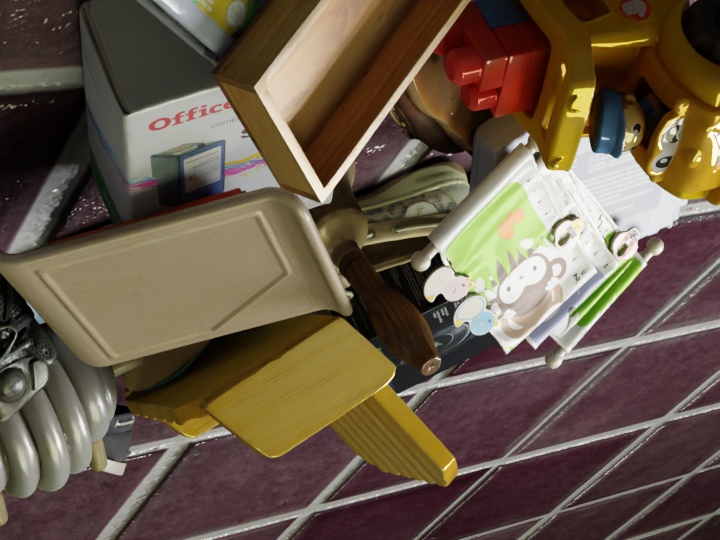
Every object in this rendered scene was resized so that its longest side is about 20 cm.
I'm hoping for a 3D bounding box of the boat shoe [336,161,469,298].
[{"bbox_3d":[0.001,-0.019,1.422,0.199,0.063,0.073,-26,159,2],"label":"boat shoe"}]

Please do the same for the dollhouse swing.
[{"bbox_3d":[-0.055,0.133,1.434,0.181,0.177,0.200,-33,-166,-22],"label":"dollhouse swing"}]

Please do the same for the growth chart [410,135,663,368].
[{"bbox_3d":[0.124,-0.008,1.268,0.145,0.018,0.200,-52,135,1],"label":"growth chart"}]

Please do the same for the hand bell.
[{"bbox_3d":[0.000,0.000,1.248,0.103,0.200,0.105,-23,140,-21],"label":"hand bell"}]

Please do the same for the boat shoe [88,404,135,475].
[{"bbox_3d":[-0.251,0.119,1.497,0.200,0.072,0.063,37,73,-60],"label":"boat shoe"}]

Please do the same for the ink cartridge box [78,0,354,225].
[{"bbox_3d":[-0.090,-0.099,1.108,0.144,0.088,0.200,-19,156,-15],"label":"ink cartridge box"}]

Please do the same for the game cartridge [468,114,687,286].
[{"bbox_3d":[0.160,-0.072,1.292,0.199,0.041,0.134,-17,122,-30],"label":"game cartridge"}]

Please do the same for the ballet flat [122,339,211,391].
[{"bbox_3d":[-0.126,0.018,1.389,0.200,0.069,0.063,-38,134,18],"label":"ballet flat"}]

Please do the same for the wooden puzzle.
[{"bbox_3d":[-0.116,0.002,1.148,0.198,0.038,0.185,-10,156,6],"label":"wooden puzzle"}]

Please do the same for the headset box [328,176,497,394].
[{"bbox_3d":[0.074,0.011,1.532,0.199,0.093,0.174,-26,159,0],"label":"headset box"}]

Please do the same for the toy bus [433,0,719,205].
[{"bbox_3d":[0.145,-0.128,1.133,0.190,0.201,0.136,-16,145,-23],"label":"toy bus"}]

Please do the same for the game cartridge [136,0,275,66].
[{"bbox_3d":[-0.068,-0.185,0.916,0.134,0.040,0.200,-65,156,-4],"label":"game cartridge"}]

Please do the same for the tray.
[{"bbox_3d":[0.004,-0.147,0.994,0.201,0.037,0.099,-55,142,-20],"label":"tray"}]

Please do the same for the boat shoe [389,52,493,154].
[{"bbox_3d":[0.033,-0.130,1.200,0.070,0.071,0.200,10,162,21],"label":"boat shoe"}]

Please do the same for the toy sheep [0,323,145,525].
[{"bbox_3d":[-0.250,0.107,1.348,0.199,0.138,0.138,-31,163,-28],"label":"toy sheep"}]

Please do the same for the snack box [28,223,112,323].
[{"bbox_3d":[-0.193,-0.002,1.299,0.198,0.024,0.072,-22,159,-10],"label":"snack box"}]

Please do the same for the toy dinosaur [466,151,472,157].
[{"bbox_3d":[0.153,-0.111,1.355,0.136,0.102,0.200,-40,137,-6],"label":"toy dinosaur"}]

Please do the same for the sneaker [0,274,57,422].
[{"bbox_3d":[-0.248,0.029,1.133,0.076,0.115,0.200,-35,165,-3],"label":"sneaker"}]
